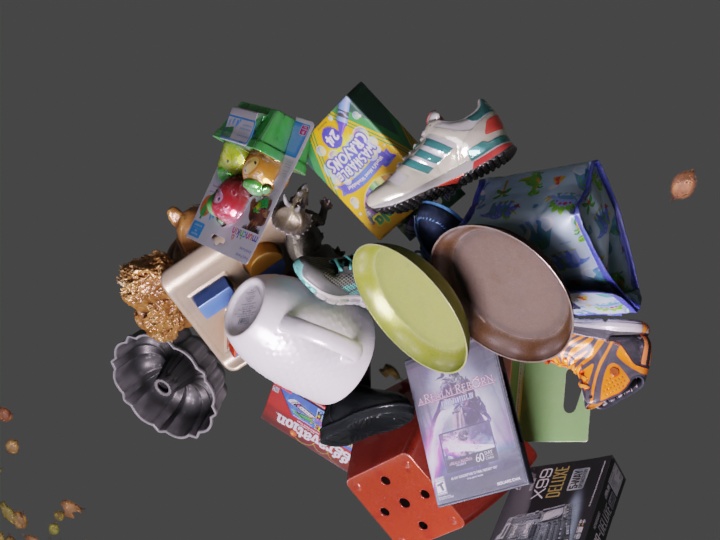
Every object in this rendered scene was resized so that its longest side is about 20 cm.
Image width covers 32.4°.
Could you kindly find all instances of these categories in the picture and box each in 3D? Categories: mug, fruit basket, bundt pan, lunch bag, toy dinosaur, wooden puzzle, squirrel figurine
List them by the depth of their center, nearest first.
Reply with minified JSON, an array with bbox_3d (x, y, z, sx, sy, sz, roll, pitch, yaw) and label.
[{"bbox_3d":[0.239,-0.018,1.531,0.169,0.128,0.201,-5,132,34],"label":"lunch bag"},{"bbox_3d":[-0.154,-0.120,1.623,0.093,0.201,0.185,33,174,-36],"label":"fruit basket"},{"bbox_3d":[-0.077,0.086,1.663,0.175,0.149,0.199,29,169,-34],"label":"mug"},{"bbox_3d":[-0.072,-0.035,1.709,0.076,0.102,0.202,1,119,30],"label":"toy dinosaur"},{"bbox_3d":[-0.155,0.035,1.739,0.184,0.046,0.201,-34,127,-2],"label":"wooden puzzle"},{"bbox_3d":[-0.251,-0.001,1.772,0.141,0.200,0.187,36,140,11],"label":"squirrel figurine"},{"bbox_3d":[-0.299,0.169,1.994,0.200,0.076,0.203,15,125,22],"label":"bundt pan"}]

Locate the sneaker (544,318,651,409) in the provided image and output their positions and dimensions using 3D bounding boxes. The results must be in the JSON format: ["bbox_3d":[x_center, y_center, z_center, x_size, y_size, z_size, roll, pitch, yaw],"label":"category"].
[{"bbox_3d":[0.270,0.120,1.585,0.198,0.077,0.113,-1,79,24],"label":"sneaker"}]

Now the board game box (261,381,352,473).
[{"bbox_3d":[-0.058,0.246,1.942,0.199,0.019,0.103,30,132,10],"label":"board game box"}]

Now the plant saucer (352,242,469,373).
[{"bbox_3d":[0.070,0.041,1.567,0.200,0.031,0.201,39,153,24],"label":"plant saucer"}]

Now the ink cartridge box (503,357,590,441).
[{"bbox_3d":[0.207,0.156,1.648,0.199,0.147,0.048,-7,155,35],"label":"ink cartridge box"}]

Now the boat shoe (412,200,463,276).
[{"bbox_3d":[0.114,-0.011,1.583,0.084,0.069,0.200,20,158,35],"label":"boat shoe"}]

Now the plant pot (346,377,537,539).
[{"bbox_3d":[0.096,0.276,1.766,0.199,0.176,0.200,-32,100,40],"label":"plant pot"}]

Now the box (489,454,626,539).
[{"bbox_3d":[0.264,0.348,1.699,0.157,0.200,0.050,-15,118,37],"label":"box"}]

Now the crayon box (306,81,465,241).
[{"bbox_3d":[0.024,-0.130,1.624,0.200,0.052,0.126,46,131,-4],"label":"crayon box"}]

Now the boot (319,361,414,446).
[{"bbox_3d":[0.000,0.150,1.746,0.073,0.164,0.198,14,154,-32],"label":"boot"}]

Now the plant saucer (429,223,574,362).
[{"bbox_3d":[0.173,0.022,1.486,0.199,0.032,0.201,26,140,24],"label":"plant saucer"}]

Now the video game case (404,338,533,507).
[{"bbox_3d":[0.140,0.197,1.628,0.142,0.019,0.202,-21,76,32],"label":"video game case"}]

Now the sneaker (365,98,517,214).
[{"bbox_3d":[0.089,-0.143,1.537,0.198,0.070,0.094,-25,80,13],"label":"sneaker"}]

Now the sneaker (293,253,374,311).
[{"bbox_3d":[0.000,0.000,1.665,0.092,0.199,0.078,-58,41,21],"label":"sneaker"}]
